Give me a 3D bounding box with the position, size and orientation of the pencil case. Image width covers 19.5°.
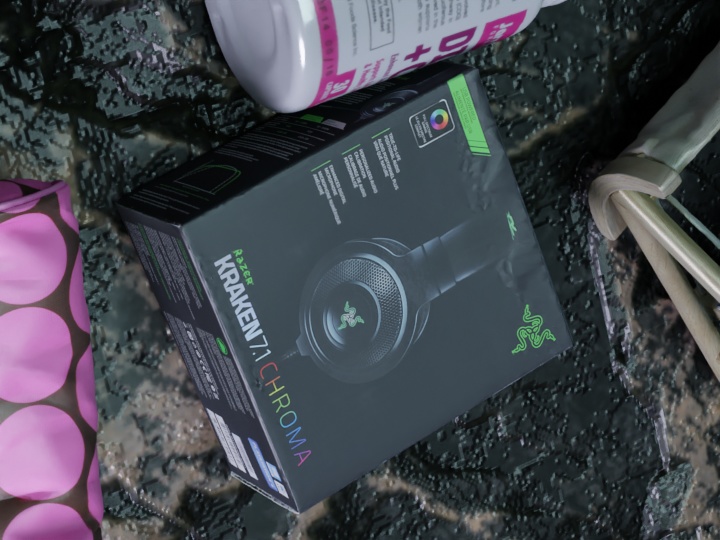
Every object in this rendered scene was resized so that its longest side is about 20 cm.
[{"bbox_3d":[-0.181,0.056,1.038,0.094,0.090,0.201,-27,113,-59],"label":"pencil case"}]

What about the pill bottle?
[{"bbox_3d":[0.027,-0.164,1.091,0.199,0.113,0.114,-21,109,-23],"label":"pill bottle"}]

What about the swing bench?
[{"bbox_3d":[0.254,-0.059,1.228,0.199,0.130,0.200,-46,111,-13],"label":"swing bench"}]

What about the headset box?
[{"bbox_3d":[0.000,0.000,1.119,0.199,0.093,0.175,-29,112,-21],"label":"headset box"}]
